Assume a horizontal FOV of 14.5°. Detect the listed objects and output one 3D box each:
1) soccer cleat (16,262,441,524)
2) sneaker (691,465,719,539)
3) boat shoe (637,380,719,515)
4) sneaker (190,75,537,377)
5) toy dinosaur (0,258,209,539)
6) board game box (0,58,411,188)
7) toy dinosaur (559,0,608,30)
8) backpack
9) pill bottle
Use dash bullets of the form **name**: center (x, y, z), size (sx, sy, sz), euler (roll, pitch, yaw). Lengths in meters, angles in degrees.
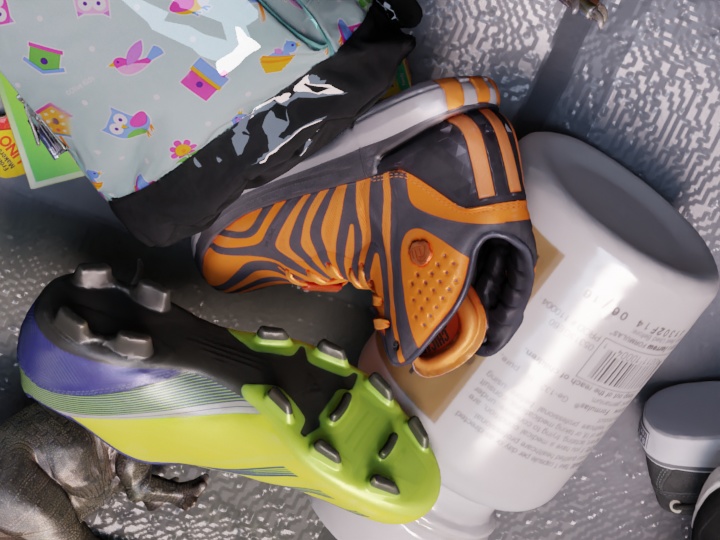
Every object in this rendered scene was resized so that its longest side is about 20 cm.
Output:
- **soccer cleat**: center (-0.059, 0.064, 1.260), size (0.199, 0.065, 0.084), euler (24, 136, -1)
- **sneaker**: center (0.187, 0.187, 1.341), size (0.073, 0.112, 0.201), euler (6, 142, 13)
- **boat shoe**: center (0.233, 0.090, 1.349), size (0.199, 0.069, 0.057), euler (2, 122, 17)
- **sneaker**: center (0.000, 0.000, 1.243), size (0.077, 0.113, 0.200), euler (-8, 166, -39)
- **toy dinosaur**: center (-0.141, 0.099, 1.327), size (0.102, 0.077, 0.200), euler (44, 85, -14)
- **board game box**: center (-0.084, -0.102, 1.275), size (0.199, 0.030, 0.096), euler (-13, 115, 6)
- **toy dinosaur**: center (0.141, -0.190, 1.200), size (0.200, 0.105, 0.182), euler (35, 107, -16)
- **backpack**: center (-0.091, -0.124, 1.183), size (0.167, 0.127, 0.200), euler (-35, 106, 15)
- **pill bottle**: center (0.064, 0.045, 1.304), size (0.114, 0.114, 0.200), euler (31, 111, -16)
